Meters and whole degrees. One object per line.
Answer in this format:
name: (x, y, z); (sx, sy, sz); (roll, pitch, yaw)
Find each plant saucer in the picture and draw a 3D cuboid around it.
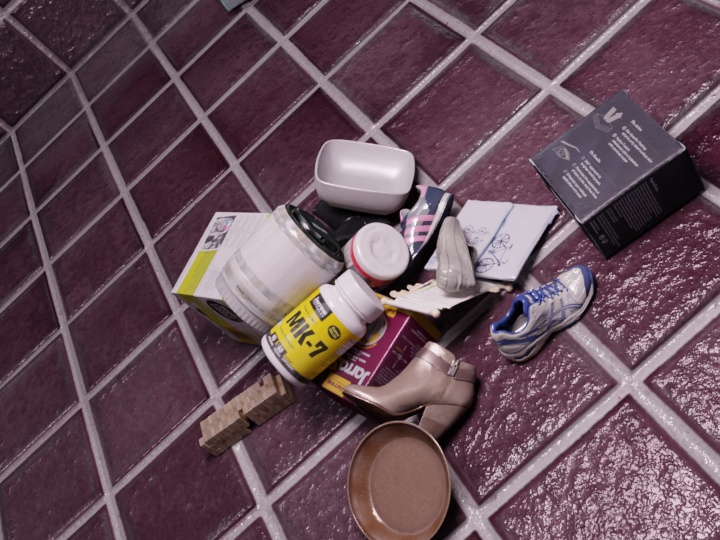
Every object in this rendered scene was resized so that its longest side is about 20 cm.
plant saucer: (0.067, 0.342, 1.400); (0.200, 0.037, 0.201); (-11, 71, 36)

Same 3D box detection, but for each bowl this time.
bowl: (0.006, -0.185, 1.791); (0.199, 0.075, 0.200); (9, 36, 1)

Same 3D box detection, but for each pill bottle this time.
pill bottle: (0.000, 0.000, 1.654); (0.200, 0.110, 0.111); (-42, 29, 55)
pill bottle: (-0.063, 0.097, 1.519); (0.200, 0.114, 0.114); (-41, 42, 8)

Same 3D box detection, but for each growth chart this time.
growth chart: (0.146, 0.039, 1.532); (0.200, 0.018, 0.145); (-18, 21, -35)

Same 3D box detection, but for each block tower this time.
block tower: (-0.224, 0.277, 1.709); (0.200, 0.054, 0.058); (-37, 42, 10)

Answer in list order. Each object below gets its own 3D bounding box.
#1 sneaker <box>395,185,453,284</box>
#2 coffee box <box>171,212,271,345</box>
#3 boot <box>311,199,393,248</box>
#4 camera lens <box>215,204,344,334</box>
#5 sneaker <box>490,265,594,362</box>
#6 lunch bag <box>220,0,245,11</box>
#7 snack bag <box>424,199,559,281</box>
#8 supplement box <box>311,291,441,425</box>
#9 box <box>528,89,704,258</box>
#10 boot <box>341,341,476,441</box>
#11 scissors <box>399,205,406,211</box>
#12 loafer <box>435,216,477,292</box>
sneaker: (0.101, -0.072, 1.683); (0.082, 0.070, 0.200); (26, 78, 18)
coffee box: (-0.219, 0.020, 1.784); (0.197, 0.200, 0.200); (4, 61, 49)
boot: (-0.045, -0.091, 1.798); (0.198, 0.074, 0.162); (-27, 46, -20)
camera lens: (-0.140, -0.006, 1.574); (0.200, 0.160, 0.160); (-45, 41, 11)
sneaker: (0.297, 0.060, 1.429); (0.200, 0.088, 0.075); (-46, 40, -2)
lunch bag: (-0.357, -0.921, 2.710); (0.170, 0.122, 0.200); (-21, 39, 29)
snack bag: (0.237, -0.058, 1.594); (0.200, 0.021, 0.189); (9, 53, 43)
supplement box: (0.028, 0.153, 1.563); (0.131, 0.103, 0.200); (20, 72, 45)
box: (0.425, -0.163, 1.475); (0.200, 0.117, 0.197); (-37, 42, 12)
boot: (0.088, 0.184, 1.454); (0.199, 0.070, 0.147); (26, 75, 2)
scissors: (0.099, -0.111, 1.782); (0.073, 0.014, 0.200); (-27, 44, 24)
loafer: (0.170, -0.028, 1.547); (0.070, 0.070, 0.200); (9, 37, -1)
